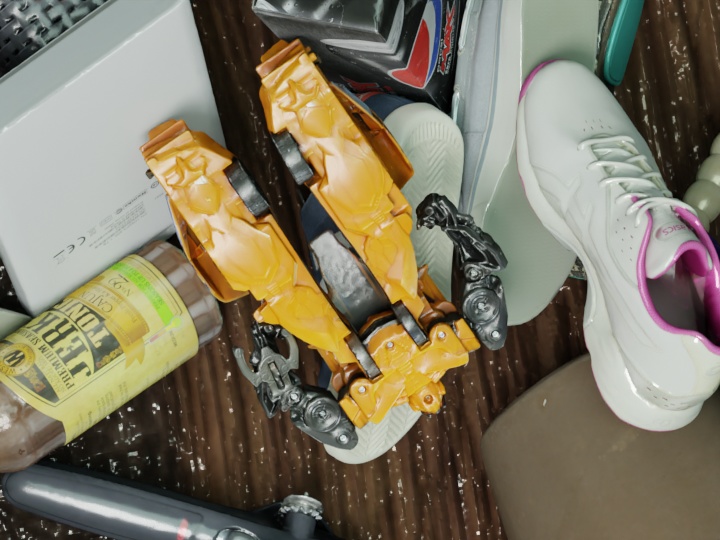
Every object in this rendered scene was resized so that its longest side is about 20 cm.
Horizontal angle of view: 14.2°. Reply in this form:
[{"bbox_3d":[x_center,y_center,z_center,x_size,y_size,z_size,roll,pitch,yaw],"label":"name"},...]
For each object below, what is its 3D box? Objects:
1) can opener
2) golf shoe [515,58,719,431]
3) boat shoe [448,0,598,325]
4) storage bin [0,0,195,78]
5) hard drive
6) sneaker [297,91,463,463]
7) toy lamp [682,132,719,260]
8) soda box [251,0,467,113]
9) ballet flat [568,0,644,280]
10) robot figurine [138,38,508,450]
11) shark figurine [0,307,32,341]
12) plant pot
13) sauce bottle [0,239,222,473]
[{"bbox_3d":[-0.092,0.136,1.503,0.199,0.063,0.079,20,81,-11],"label":"can opener"},{"bbox_3d":[0.140,-0.024,1.443,0.075,0.092,0.201,-13,73,-27],"label":"golf shoe"},{"bbox_3d":[0.081,-0.075,1.531,0.070,0.071,0.202,1,101,-31],"label":"boat shoe"},{"bbox_3d":[-0.119,-0.172,1.476,0.200,0.135,0.094,-38,94,-12],"label":"storage bin"},{"bbox_3d":[-0.131,-0.057,1.441,0.132,0.200,0.026,-37,67,-12],"label":"hard drive"},{"bbox_3d":[0.000,0.000,1.534,0.075,0.084,0.201,-4,111,-43],"label":"sneaker"},{"bbox_3d":[0.194,-0.056,1.557,0.058,0.058,0.201,34,63,-9],"label":"toy lamp"},{"bbox_3d":[0.004,-0.133,1.467,0.070,0.200,0.064,12,84,13],"label":"soda box"},{"bbox_3d":[0.116,-0.096,1.568,0.075,0.068,0.201,4,87,13],"label":"ballet flat"},{"bbox_3d":[-0.015,-0.009,1.439,0.145,0.058,0.200,-33,113,2],"label":"robot figurine"},{"bbox_3d":[-0.255,0.050,1.479,0.089,0.128,0.215,41,97,18],"label":"shark figurine"},{"bbox_3d":[0.153,0.133,1.512,0.200,0.200,0.175,-29,74,-13],"label":"plant pot"},{"bbox_3d":[-0.163,0.060,1.474,0.200,0.065,0.065,-36,95,-24],"label":"sauce bottle"}]
